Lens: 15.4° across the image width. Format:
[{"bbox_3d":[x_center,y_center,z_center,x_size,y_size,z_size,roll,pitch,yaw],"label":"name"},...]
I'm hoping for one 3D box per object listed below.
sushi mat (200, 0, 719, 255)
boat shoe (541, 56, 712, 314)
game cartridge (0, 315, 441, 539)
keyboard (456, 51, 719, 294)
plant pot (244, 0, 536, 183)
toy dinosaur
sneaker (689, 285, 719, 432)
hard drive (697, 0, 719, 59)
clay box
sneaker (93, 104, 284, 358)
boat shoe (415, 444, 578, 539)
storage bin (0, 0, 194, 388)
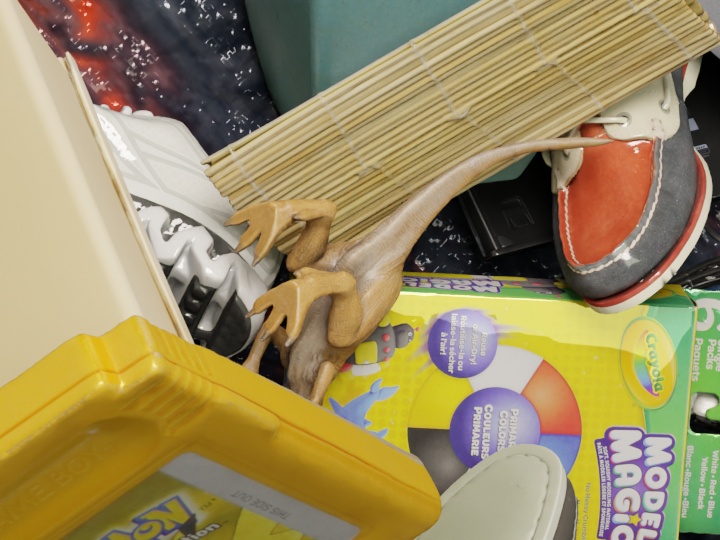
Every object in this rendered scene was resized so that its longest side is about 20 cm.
[{"bbox_3d":[0.041,-0.067,1.061,0.200,0.096,0.012,-30,54,12],"label":"sushi mat"},{"bbox_3d":[0.108,-0.067,1.135,0.063,0.071,0.200,48,36,-34],"label":"boat shoe"},{"bbox_3d":[-0.089,0.098,0.927,0.176,0.200,0.032,-35,59,16],"label":"game cartridge"},{"bbox_3d":[0.143,-0.038,1.193,0.200,0.021,0.127,-15,63,-17],"label":"keyboard"},{"bbox_3d":[0.024,-0.138,1.090,0.141,0.141,0.200,-8,129,-17],"label":"plant pot"},{"bbox_3d":[0.000,0.000,1.076,0.200,0.060,0.106,-54,144,11],"label":"toy dinosaur"},{"bbox_3d":[0.230,0.044,1.210,0.200,0.079,0.089,14,87,-17],"label":"sneaker"},{"bbox_3d":[0.191,-0.121,1.182,0.200,0.135,0.042,37,120,-12],"label":"hard drive"},{"bbox_3d":[0.066,0.062,1.137,0.200,0.048,0.115,2,101,-2],"label":"clay box"},{"bbox_3d":[-0.120,-0.042,1.111,0.200,0.075,0.081,32,50,-7],"label":"sneaker"},{"bbox_3d":[0.037,0.168,1.087,0.061,0.072,0.201,42,71,-38],"label":"boat shoe"},{"bbox_3d":[-0.175,0.020,0.972,0.199,0.094,0.200,-26,63,1],"label":"storage bin"}]
